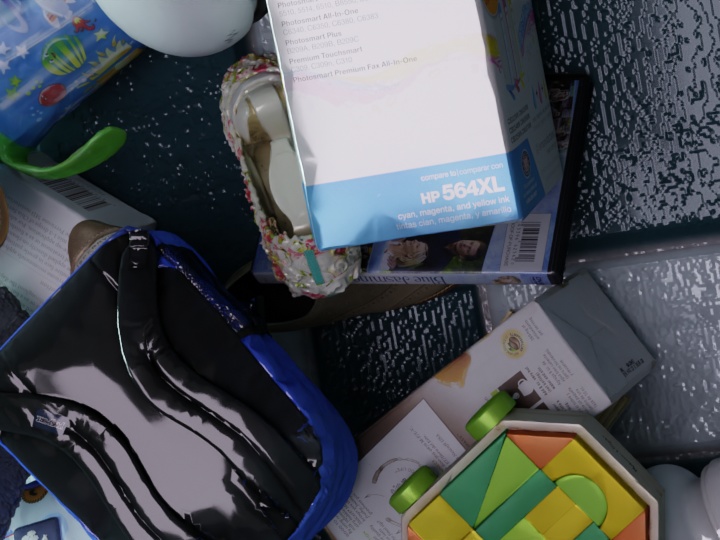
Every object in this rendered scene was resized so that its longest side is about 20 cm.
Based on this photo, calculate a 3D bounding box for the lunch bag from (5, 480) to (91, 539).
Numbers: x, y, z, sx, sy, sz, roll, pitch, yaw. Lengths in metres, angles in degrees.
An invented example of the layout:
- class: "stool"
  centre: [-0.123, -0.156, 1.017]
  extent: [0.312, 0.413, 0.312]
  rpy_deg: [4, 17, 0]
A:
- class: "lunch bag"
  centre: [-0.174, 0.229, 1.640]
  extent: [0.170, 0.124, 0.200]
  rpy_deg: [-19, 98, 21]

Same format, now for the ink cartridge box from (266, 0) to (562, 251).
- class: "ink cartridge box"
  centre: [0.029, -0.129, 1.427]
  extent: [0.125, 0.129, 0.201]
  rpy_deg: [-7, 102, 17]

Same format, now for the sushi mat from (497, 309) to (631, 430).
- class: "sushi mat"
  centre: [0.081, 0.128, 1.589]
  extent: [0.096, 0.012, 0.200]
  rpy_deg: [39, 110, 13]

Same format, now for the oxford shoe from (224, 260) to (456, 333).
- class: "oxford shoe"
  centre: [0.000, 0.000, 1.566]
  extent: [0.200, 0.075, 0.071]
  rpy_deg: [-23, 90, 23]

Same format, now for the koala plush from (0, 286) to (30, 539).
- class: "koala plush"
  centre: [-0.308, 0.106, 1.601]
  extent: [0.200, 0.184, 0.177]
  rpy_deg: [-30, 107, 41]

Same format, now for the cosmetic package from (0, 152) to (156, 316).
- class: "cosmetic package"
  centre: [-0.228, 0.033, 1.665]
  extent: [0.101, 0.071, 0.200]
  rpy_deg: [31, 108, 13]

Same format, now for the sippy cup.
- class: "sippy cup"
  centre: [-0.208, -0.158, 1.601]
  extent: [0.130, 0.140, 0.178]
  rpy_deg: [-30, 108, 13]

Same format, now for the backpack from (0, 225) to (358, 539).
- class: "backpack"
  centre: [-0.097, 0.091, 1.469]
  extent: [0.200, 0.168, 0.163]
  rpy_deg: [46, 101, 13]

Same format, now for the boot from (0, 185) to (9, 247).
- class: "boot"
  centre: [-0.294, -0.041, 1.611]
  extent: [0.200, 0.074, 0.155]
  rpy_deg: [40, 155, 22]

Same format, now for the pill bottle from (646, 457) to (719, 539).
- class: "pill bottle"
  centre: [0.168, 0.186, 1.511]
  extent: [0.200, 0.111, 0.111]
  rpy_deg: [-30, 87, 23]

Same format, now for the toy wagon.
- class: "toy wagon"
  centre: [0.087, 0.173, 1.450]
  extent: [0.155, 0.040, 0.200]
  rpy_deg: [45, 113, 1]

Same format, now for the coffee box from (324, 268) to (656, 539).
- class: "coffee box"
  centre: [0.071, 0.095, 1.519]
  extent: [0.200, 0.114, 0.080]
  rpy_deg: [-39, 84, 22]

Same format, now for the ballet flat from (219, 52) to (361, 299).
- class: "ballet flat"
  centre: [-0.044, -0.072, 1.522]
  extent: [0.075, 0.064, 0.200]
  rpy_deg: [-23, 54, 1]

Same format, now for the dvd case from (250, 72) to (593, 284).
- class: "dvd case"
  centre: [0.038, -0.057, 1.530]
  extent: [0.200, 0.018, 0.143]
  rpy_deg: [0, 61, 22]

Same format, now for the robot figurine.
- class: "robot figurine"
  centre: [-0.084, -0.223, 1.509]
  extent: [0.125, 0.200, 0.150]
  rpy_deg: [10, 145, 49]

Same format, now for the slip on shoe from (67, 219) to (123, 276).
- class: "slip on shoe"
  centre: [-0.127, 0.046, 1.604]
  extent: [0.076, 0.061, 0.200]
  rpy_deg: [-43, 125, -7]
